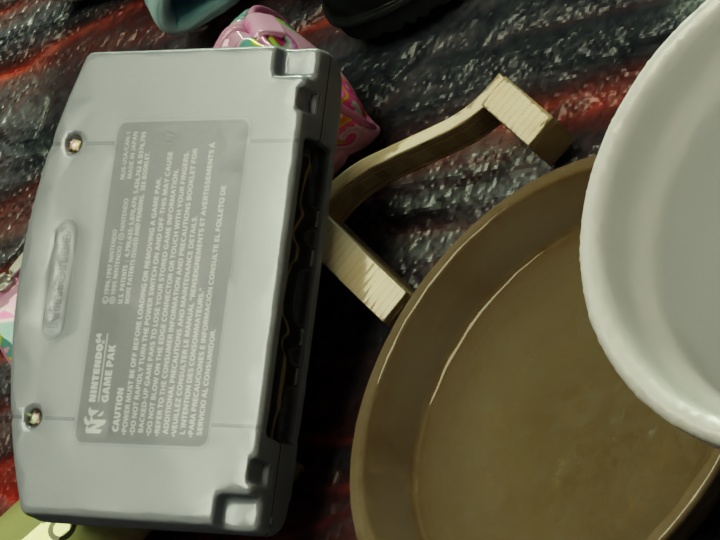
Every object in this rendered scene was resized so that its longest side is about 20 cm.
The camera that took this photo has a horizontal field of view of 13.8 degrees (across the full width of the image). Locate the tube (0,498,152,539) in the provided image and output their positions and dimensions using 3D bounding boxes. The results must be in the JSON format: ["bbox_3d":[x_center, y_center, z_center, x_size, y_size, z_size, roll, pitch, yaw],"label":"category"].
[{"bbox_3d":[-0.117,0.103,1.278,0.200,0.052,0.058,-42,78,2],"label":"tube"}]

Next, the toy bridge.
[{"bbox_3d":[0.000,0.000,1.223,0.200,0.027,0.067,-50,58,6],"label":"toy bridge"}]

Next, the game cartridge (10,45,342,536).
[{"bbox_3d":[-0.080,0.007,1.229,0.133,0.040,0.201,2,78,27],"label":"game cartridge"}]

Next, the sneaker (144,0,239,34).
[{"bbox_3d":[-0.028,-0.172,1.380,0.200,0.074,0.082,-35,49,38],"label":"sneaker"}]

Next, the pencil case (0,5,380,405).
[{"bbox_3d":[-0.084,-0.022,1.305,0.200,0.087,0.088,-45,37,12],"label":"pencil case"}]

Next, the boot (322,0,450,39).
[{"bbox_3d":[0.016,-0.202,1.266,0.198,0.162,0.074,-34,40,26],"label":"boot"}]

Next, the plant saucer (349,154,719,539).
[{"bbox_3d":[0.078,0.048,1.116,0.200,0.029,0.201,-29,43,31],"label":"plant saucer"}]

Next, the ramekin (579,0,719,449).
[{"bbox_3d":[0.180,-0.010,0.967,0.200,0.098,0.201,-19,51,26],"label":"ramekin"}]
